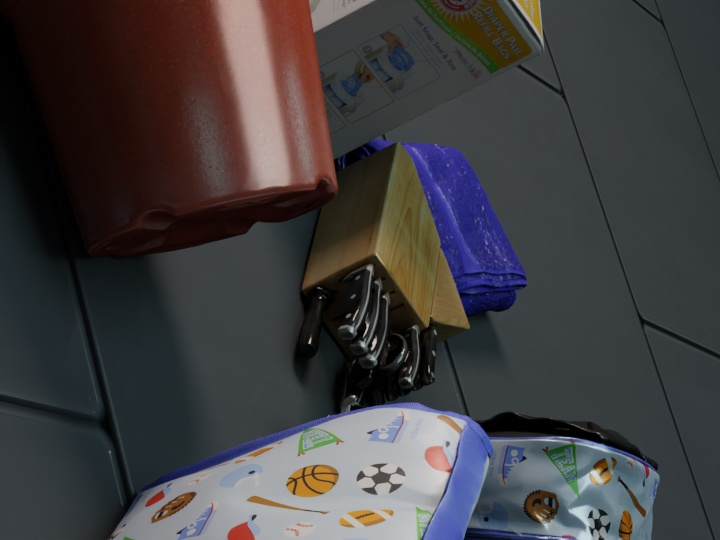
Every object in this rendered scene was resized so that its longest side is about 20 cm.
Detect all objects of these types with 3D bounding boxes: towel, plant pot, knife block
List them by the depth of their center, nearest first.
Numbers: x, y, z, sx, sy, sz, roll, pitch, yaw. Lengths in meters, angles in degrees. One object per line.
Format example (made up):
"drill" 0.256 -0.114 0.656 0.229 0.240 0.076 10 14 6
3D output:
"plant pot" -0.106 -0.118 1.244 0.201 0.200 0.196 0 75 -66
"knife block" 0.000 0.000 1.498 0.175 0.064 0.201 17 52 -62
"towel" 0.061 -0.035 1.688 0.200 0.049 0.148 -3 70 -66

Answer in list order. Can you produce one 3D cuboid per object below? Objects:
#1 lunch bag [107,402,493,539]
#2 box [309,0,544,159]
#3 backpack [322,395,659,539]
"lunch bag" -0.032 0.156 1.092 0.124 0.199 0.170 59 22 -14
"box" 0.020 -0.177 1.545 0.101 0.199 0.113 49 27 -33
"backpack" 0.090 0.157 1.374 0.200 0.190 0.155 19 66 -60
